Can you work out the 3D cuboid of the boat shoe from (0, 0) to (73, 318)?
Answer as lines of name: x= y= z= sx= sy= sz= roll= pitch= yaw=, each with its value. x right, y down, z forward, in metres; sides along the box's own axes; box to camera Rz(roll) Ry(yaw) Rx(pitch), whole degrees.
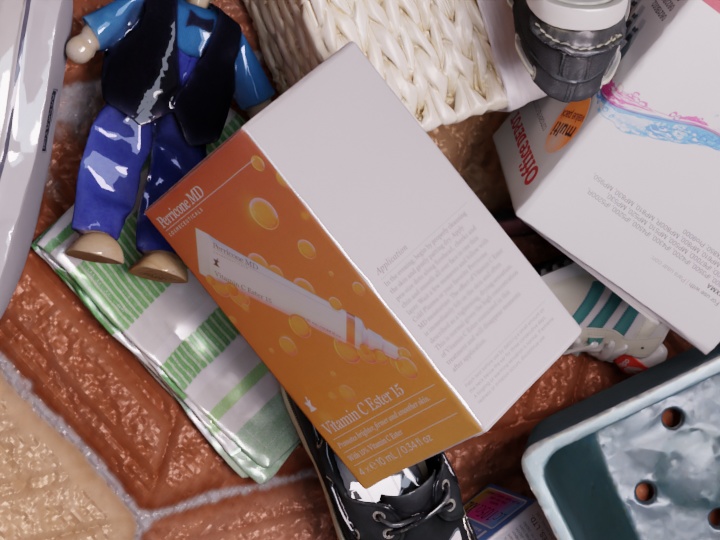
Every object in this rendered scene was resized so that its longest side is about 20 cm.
boat shoe: x=-0.210 y=-0.069 z=1.153 sx=0.066 sy=0.072 sz=0.201 roll=11 pitch=94 yaw=1

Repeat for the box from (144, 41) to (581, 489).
box: x=0.000 y=0.000 z=1.115 sx=0.200 sy=0.124 sz=0.097 roll=51 pitch=53 yaw=-3

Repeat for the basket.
basket: x=0.004 y=-0.169 z=1.192 sx=0.123 sy=0.136 sz=0.200 roll=-24 pitch=99 yaw=-16

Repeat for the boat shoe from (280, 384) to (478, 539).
boat shoe: x=0.019 y=0.123 z=1.190 sx=0.074 sy=0.066 sz=0.200 roll=-22 pitch=79 yaw=-16

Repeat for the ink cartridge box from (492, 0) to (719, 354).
ink cartridge box: x=0.192 y=-0.088 z=1.158 sx=0.144 sy=0.145 sz=0.200 roll=34 pitch=107 yaw=-14

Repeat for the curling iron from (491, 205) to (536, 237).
curling iron: x=0.110 y=-0.024 z=1.290 sx=0.200 sy=0.026 sz=0.050 roll=-15 pitch=59 yaw=-23

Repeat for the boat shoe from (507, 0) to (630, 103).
boat shoe: x=0.112 y=-0.160 z=1.132 sx=0.075 sy=0.200 sz=0.060 roll=9 pitch=122 yaw=5

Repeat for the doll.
doll: x=-0.106 y=-0.096 z=1.178 sx=0.136 sy=0.048 sz=0.201 roll=16 pitch=81 yaw=-24

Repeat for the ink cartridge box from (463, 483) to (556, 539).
ink cartridge box: x=0.051 y=0.244 z=1.253 sx=0.200 sy=0.076 sz=0.137 roll=-36 pitch=102 yaw=-17

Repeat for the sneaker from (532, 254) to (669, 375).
sneaker: x=0.147 y=0.031 z=1.283 sx=0.199 sy=0.070 sz=0.094 roll=-22 pitch=93 yaw=-21

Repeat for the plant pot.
plant pot: x=0.216 y=0.136 z=1.229 sx=0.196 sy=0.200 sz=0.196 roll=-26 pitch=94 yaw=3

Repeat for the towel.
towel: x=-0.077 y=0.007 z=1.227 sx=0.153 sy=0.023 sz=0.200 roll=-46 pitch=105 yaw=-14
